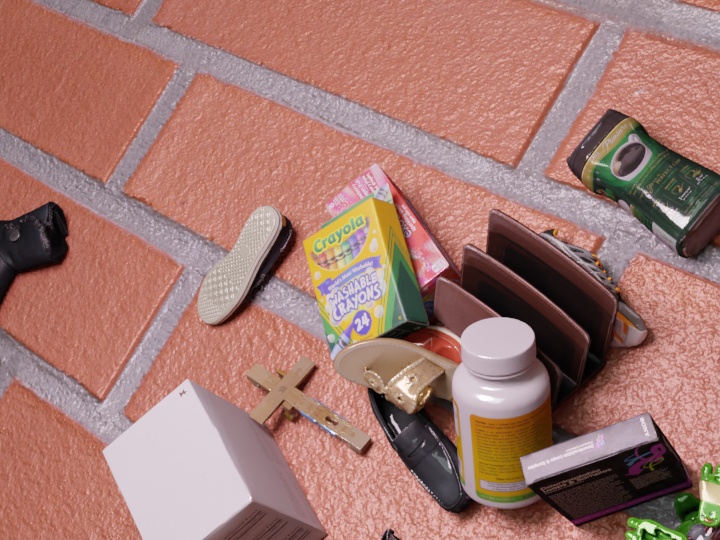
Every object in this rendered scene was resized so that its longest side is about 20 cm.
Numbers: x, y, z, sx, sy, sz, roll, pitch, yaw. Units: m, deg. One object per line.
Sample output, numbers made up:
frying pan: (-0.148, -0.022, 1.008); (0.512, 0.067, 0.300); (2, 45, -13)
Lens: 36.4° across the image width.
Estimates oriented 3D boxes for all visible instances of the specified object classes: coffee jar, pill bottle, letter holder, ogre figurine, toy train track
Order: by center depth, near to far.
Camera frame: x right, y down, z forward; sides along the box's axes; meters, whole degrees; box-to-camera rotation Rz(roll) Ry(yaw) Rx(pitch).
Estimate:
ogre figurine: (0.354, 0.276, 1.149); (0.200, 0.120, 0.098); (-46, 52, -1)
pill bottle: (0.161, 0.159, 1.238); (0.110, 0.202, 0.111); (-6, 29, 3)
letter holder: (0.193, 0.041, 1.295); (0.100, 0.143, 0.200); (-35, 57, -26)
coffee jar: (0.353, -0.111, 1.341); (0.104, 0.085, 0.200); (-49, 57, 3)
toy train track: (-0.069, 0.186, 1.452); (0.199, 0.033, 0.115); (29, 60, 27)

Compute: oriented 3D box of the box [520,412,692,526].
box: (0.267, 0.216, 1.170); (0.142, 0.200, 0.036); (-23, 59, 15)

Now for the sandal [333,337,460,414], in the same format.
sandal: (0.073, 0.140, 1.312); (0.070, 0.210, 0.078); (-95, 20, -55)

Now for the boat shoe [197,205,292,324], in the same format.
boat shoe: (-0.163, -0.003, 1.569); (0.075, 0.062, 0.201); (43, 106, 29)

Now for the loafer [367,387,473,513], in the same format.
loafer: (0.068, 0.212, 1.345); (0.068, 0.070, 0.201); (-47, 54, 19)

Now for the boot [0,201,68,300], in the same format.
boot: (-0.558, -0.009, 1.756); (0.167, 0.076, 0.202); (-12, 57, 26)

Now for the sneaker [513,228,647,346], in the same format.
sneaker: (0.273, 0.016, 1.336); (0.077, 0.079, 0.200); (-38, 62, -23)

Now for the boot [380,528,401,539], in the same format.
boot: (0.042, 0.421, 1.271); (0.174, 0.069, 0.200); (-47, 54, 1)

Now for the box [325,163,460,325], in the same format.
box: (0.050, -0.030, 1.449); (0.095, 0.100, 0.201); (-37, 58, 7)

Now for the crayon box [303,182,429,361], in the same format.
crayon box: (0.000, 0.000, 1.372); (0.125, 0.051, 0.202); (-31, 62, 33)

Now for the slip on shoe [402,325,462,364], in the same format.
slip on shoe: (0.052, 0.107, 1.395); (0.198, 0.061, 0.075); (7, 113, 29)

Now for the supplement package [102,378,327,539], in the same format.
supplement package: (-0.180, 0.277, 1.367); (0.147, 0.200, 0.192); (-39, 56, 5)
